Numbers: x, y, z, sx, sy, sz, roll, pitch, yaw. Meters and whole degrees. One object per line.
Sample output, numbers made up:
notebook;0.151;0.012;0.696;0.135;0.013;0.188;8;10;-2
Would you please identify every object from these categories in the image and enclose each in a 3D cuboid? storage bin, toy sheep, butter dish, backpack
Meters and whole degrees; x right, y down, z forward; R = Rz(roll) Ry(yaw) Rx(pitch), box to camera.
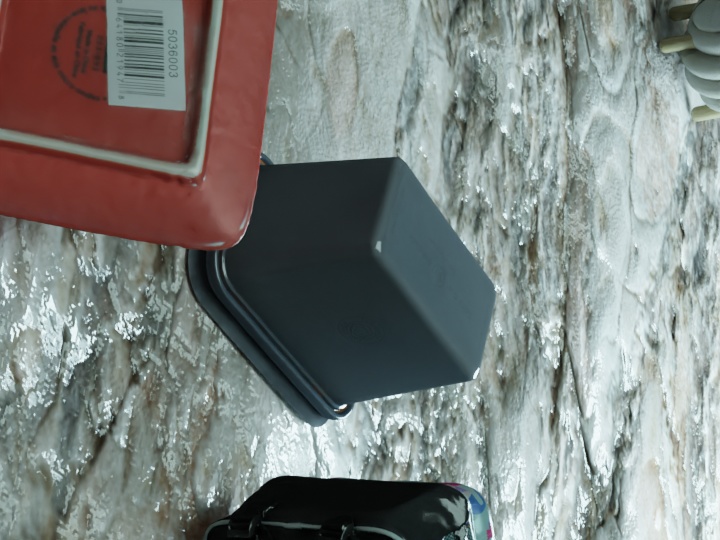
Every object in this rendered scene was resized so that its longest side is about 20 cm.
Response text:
storage bin;0.000;0.000;1.607;0.200;0.134;0.146;53;41;-42
toy sheep;0.371;-0.217;2.305;0.200;0.138;0.138;56;39;-38
butter dish;-0.162;-0.097;1.354;0.199;0.148;0.200;11;67;-13
backpack;0.005;0.231;1.522;0.151;0.177;0.200;-26;110;-54
